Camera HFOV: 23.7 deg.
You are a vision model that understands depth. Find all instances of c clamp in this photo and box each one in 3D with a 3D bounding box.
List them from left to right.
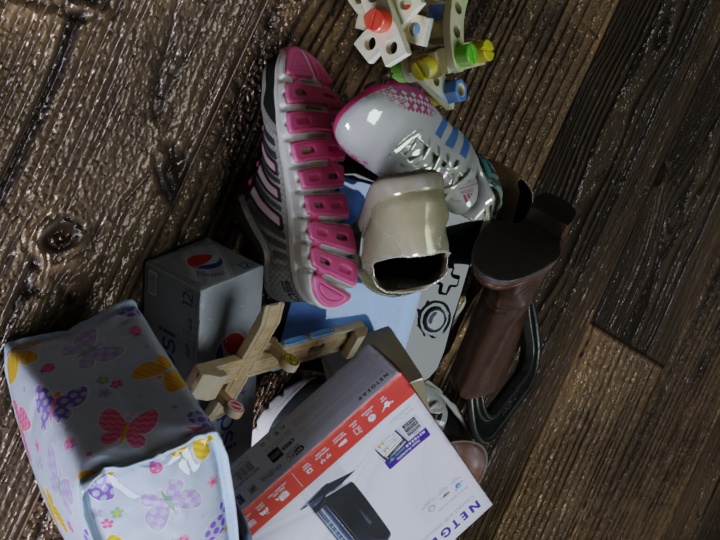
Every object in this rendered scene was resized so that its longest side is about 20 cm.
[{"bbox_3d":[0.140,0.066,1.681,0.200,0.027,0.172,-52,140,-47],"label":"c clamp"}]

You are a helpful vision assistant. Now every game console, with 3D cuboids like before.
[{"bbox_3d":[0.000,0.000,1.397,0.199,0.031,0.178,13,101,-32],"label":"game console"}]

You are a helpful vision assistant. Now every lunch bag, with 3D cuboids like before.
[{"bbox_3d":[-0.157,0.151,1.193,0.127,0.170,0.201,-19,129,-20],"label":"lunch bag"}]

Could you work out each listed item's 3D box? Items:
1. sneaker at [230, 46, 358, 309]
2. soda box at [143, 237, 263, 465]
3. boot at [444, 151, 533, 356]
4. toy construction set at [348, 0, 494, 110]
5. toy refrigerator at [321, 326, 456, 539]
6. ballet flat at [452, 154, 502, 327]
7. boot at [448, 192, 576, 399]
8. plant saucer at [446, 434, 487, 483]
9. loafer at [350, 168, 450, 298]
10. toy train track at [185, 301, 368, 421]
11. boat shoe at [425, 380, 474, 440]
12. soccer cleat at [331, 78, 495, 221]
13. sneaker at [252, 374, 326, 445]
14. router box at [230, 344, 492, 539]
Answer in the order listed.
[{"bbox_3d":[-0.059,-0.067,1.294,0.074,0.087,0.201,-3,84,-52],"label":"sneaker"},{"bbox_3d":[-0.123,0.082,1.311,0.068,0.063,0.201,-24,128,-43],"label":"soda box"},{"bbox_3d":[0.099,-0.003,1.569,0.073,0.075,0.201,-6,116,-56],"label":"boot"},{"bbox_3d":[0.033,-0.197,1.312,0.200,0.092,0.132,2,83,-70],"label":"toy construction set"},{"bbox_3d":[0.028,0.151,1.417,0.070,0.076,0.201,-21,128,-10],"label":"toy refrigerator"},{"bbox_3d":[0.074,-0.004,1.508,0.074,0.074,0.201,-7,118,-53],"label":"ballet flat"},{"bbox_3d":[0.113,0.046,1.495,0.186,0.064,0.201,-32,151,-56],"label":"boot"},{"bbox_3d":[0.028,0.215,1.587,0.200,0.032,0.201,-28,151,-17],"label":"plant saucer"},{"bbox_3d":[0.030,-0.012,1.296,0.200,0.075,0.069,90,-7,-72],"label":"loafer"},{"bbox_3d":[-0.054,0.071,1.283,0.200,0.033,0.115,-14,141,-53],"label":"toy train track"},{"bbox_3d":[0.048,0.132,1.587,0.072,0.066,0.200,-59,147,-10],"label":"boat shoe"},{"bbox_3d":[0.050,-0.087,1.304,0.070,0.086,0.200,-44,158,13],"label":"soccer cleat"},{"bbox_3d":[-0.060,0.186,1.448,0.201,0.084,0.074,-61,149,-5],"label":"sneaker"},{"bbox_3d":[-0.016,0.184,1.318,0.200,0.049,0.180,-41,130,-7],"label":"router box"}]
